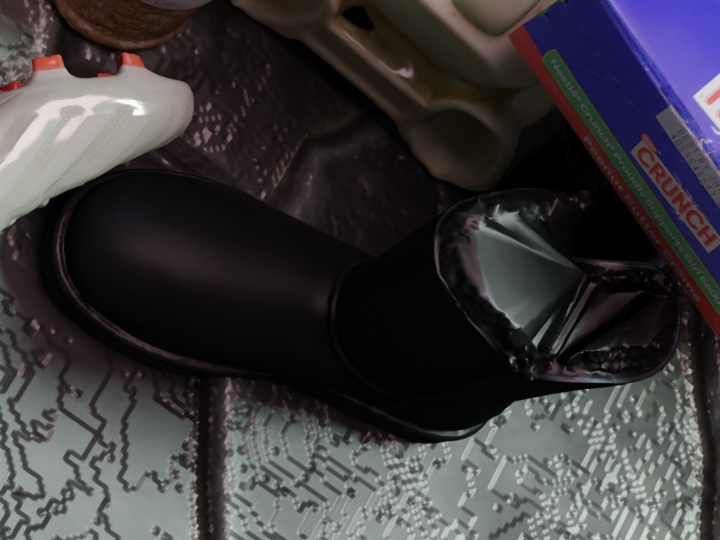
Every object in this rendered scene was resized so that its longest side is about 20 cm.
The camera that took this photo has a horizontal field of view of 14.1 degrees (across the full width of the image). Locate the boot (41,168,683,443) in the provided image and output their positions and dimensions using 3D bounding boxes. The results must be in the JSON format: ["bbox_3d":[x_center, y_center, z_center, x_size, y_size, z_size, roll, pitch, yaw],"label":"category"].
[{"bbox_3d":[0.000,0.000,1.068,0.200,0.168,0.076,23,68,-18],"label":"boot"}]

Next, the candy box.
[{"bbox_3d":[0.184,-0.073,1.049,0.200,0.077,0.169,-34,90,-27],"label":"candy box"}]

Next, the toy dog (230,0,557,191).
[{"bbox_3d":[0.063,-0.163,1.139,0.139,0.194,0.200,36,71,-2],"label":"toy dog"}]

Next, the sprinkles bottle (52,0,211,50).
[{"bbox_3d":[-0.053,-0.142,1.065,0.068,0.200,0.068,8,72,-24],"label":"sprinkles bottle"}]

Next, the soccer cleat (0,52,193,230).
[{"bbox_3d":[-0.153,-0.028,1.065,0.200,0.069,0.078,-13,86,-21],"label":"soccer cleat"}]

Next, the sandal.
[{"bbox_3d":[0.110,-0.054,1.184,0.076,0.043,0.200,17,42,26],"label":"sandal"}]
